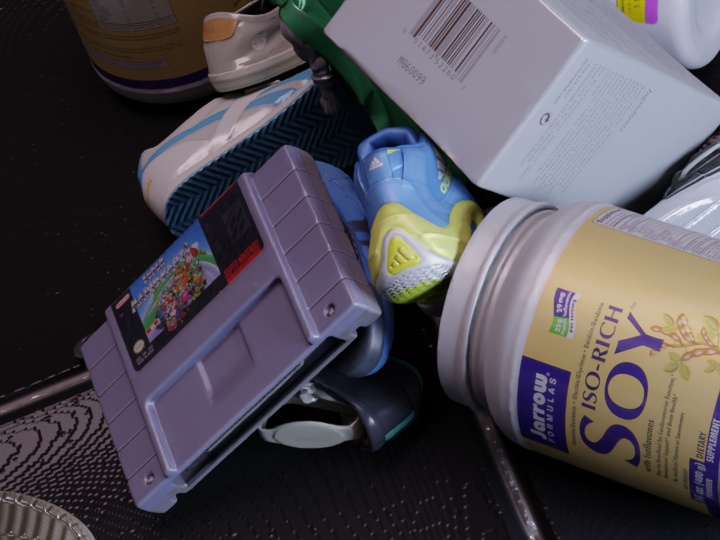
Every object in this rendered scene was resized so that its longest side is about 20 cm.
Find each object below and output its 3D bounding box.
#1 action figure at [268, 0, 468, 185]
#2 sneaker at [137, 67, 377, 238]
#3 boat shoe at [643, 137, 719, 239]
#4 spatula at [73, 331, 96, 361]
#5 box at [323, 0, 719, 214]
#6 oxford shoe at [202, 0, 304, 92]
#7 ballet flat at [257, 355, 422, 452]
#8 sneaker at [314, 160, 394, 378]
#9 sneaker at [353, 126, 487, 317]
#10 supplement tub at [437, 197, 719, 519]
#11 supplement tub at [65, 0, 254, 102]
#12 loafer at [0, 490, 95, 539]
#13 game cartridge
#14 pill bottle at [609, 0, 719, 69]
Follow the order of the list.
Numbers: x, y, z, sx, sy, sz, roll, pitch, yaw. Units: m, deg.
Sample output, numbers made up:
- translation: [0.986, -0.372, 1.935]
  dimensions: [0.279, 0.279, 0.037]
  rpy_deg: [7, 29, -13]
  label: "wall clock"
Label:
- translation: [0.001, -0.133, 1.577]
  dimensions: [0.054, 0.200, 0.119]
  rpy_deg: [-22, 34, 39]
  label: "action figure"
- translation: [-0.058, -0.096, 1.652]
  dimensions: [0.199, 0.077, 0.081]
  rpy_deg: [-29, 37, -14]
  label: "sneaker"
- translation: [0.220, -0.037, 1.506]
  dimensions: [0.199, 0.072, 0.071]
  rpy_deg: [-32, 26, -13]
  label: "boat shoe"
- translation: [-0.091, 0.026, 1.584]
  dimensions: [0.198, 0.021, 0.057]
  rpy_deg: [-14, 46, 8]
  label: "spatula"
- translation: [0.103, -0.119, 1.486]
  dimensions: [0.152, 0.199, 0.107]
  rpy_deg: [46, 106, 30]
  label: "box"
- translation: [-0.031, -0.180, 1.696]
  dimensions: [0.199, 0.058, 0.075]
  rpy_deg: [-29, 14, -38]
  label: "oxford shoe"
- translation: [-0.059, 0.069, 1.499]
  dimensions: [0.199, 0.073, 0.073]
  rpy_deg: [13, 53, 27]
  label: "ballet flat"
- translation: [0.000, 0.000, 1.496]
  dimensions: [0.066, 0.078, 0.201]
  rpy_deg: [-57, 30, 21]
  label: "sneaker"
- translation: [0.049, -0.033, 1.458]
  dimensions: [0.075, 0.200, 0.106]
  rpy_deg: [-19, 81, 13]
  label: "sneaker"
- translation: [0.158, 0.046, 1.373]
  dimensions: [0.199, 0.146, 0.146]
  rpy_deg: [18, 56, 26]
  label: "supplement tub"
- translation: [-0.147, -0.232, 1.712]
  dimensions: [0.144, 0.201, 0.146]
  rpy_deg: [-10, 45, 11]
  label: "supplement tub"
- translation: [-0.252, 0.179, 1.468]
  dimensions: [0.198, 0.069, 0.076]
  rpy_deg: [0, 48, -1]
  label: "loafer"
- translation: [-0.083, 0.034, 1.464]
  dimensions: [0.200, 0.038, 0.130]
  rpy_deg: [-43, 56, 25]
  label: "game cartridge"
- translation: [0.143, -0.196, 1.649]
  dimensions: [0.199, 0.105, 0.105]
  rpy_deg: [11, 52, 28]
  label: "pill bottle"
